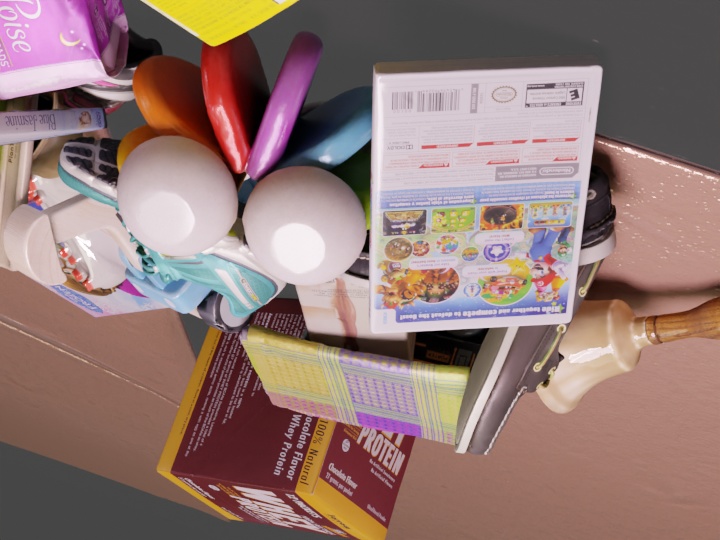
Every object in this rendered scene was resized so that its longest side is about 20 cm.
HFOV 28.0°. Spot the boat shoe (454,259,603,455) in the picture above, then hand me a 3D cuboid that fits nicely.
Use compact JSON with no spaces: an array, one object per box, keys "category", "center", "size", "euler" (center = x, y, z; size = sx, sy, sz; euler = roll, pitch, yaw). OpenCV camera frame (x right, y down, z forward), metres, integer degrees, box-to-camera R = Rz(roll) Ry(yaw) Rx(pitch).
[{"category":"boat shoe","center":[0.128,0.052,1.087],"size":[0.060,0.203,0.072],"euler":[20,-170,-7]}]

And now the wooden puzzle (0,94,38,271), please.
[{"category":"wooden puzzle","center":[-0.335,-0.110,1.124],"size":[0.198,0.188,0.037],"euler":[16,-165,24]}]

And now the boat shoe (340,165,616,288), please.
[{"category":"boat shoe","center":[0.079,-0.032,1.005],"size":[0.197,0.074,0.061],"euler":[-6,120,8]}]

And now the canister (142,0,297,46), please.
[{"category":"canister","center":[-0.124,-0.220,0.813],"size":[0.199,0.087,0.148],"euler":[31,155,-28]}]

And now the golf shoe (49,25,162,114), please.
[{"category":"golf shoe","center":[-0.229,-0.184,1.010],"size":[0.199,0.073,0.092],"euler":[26,150,-31]}]

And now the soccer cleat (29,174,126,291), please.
[{"category":"soccer cleat","center":[-0.256,-0.071,1.297],"size":[0.069,0.077,0.201],"euler":[34,154,49]}]

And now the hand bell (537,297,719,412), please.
[{"category":"hand bell","center":[0.235,0.043,1.122],"size":[0.198,0.105,0.104],"euler":[-14,142,33]}]

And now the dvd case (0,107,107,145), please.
[{"category":"dvd case","center":[-0.282,-0.091,0.981],"size":[0.141,0.018,0.200],"euler":[-7,-175,21]}]

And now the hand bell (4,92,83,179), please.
[{"category":"hand bell","center":[-0.234,-0.091,1.224],"size":[0.103,0.105,0.200],"euler":[5,165,31]}]

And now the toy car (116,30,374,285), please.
[{"category":"toy car","center":[-0.066,-0.095,0.988],"size":[0.197,0.176,0.152],"euler":[13,119,1]}]

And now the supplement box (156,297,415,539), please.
[{"category":"supplement box","center":[-0.061,0.145,1.436],"size":[0.198,0.199,0.133],"euler":[2,152,36]}]

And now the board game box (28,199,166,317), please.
[{"category":"board game box","center":[-0.285,-0.022,1.450],"size":[0.199,0.042,0.198],"euler":[35,153,-32]}]

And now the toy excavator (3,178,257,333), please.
[{"category":"toy excavator","center":[-0.167,-0.030,1.157],"size":[0.099,0.195,0.201],"euler":[20,154,46]}]

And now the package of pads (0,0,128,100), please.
[{"category":"package of pads","center":[-0.259,-0.168,0.931],"size":[0.197,0.076,0.122],"euler":[-9,126,8]}]

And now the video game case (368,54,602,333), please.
[{"category":"video game case","center":[0.077,-0.045,0.941],"size":[0.141,0.018,0.202],"euler":[-3,126,-5]}]

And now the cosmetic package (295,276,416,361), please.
[{"category":"cosmetic package","center":[0.000,0.000,1.165],"size":[0.086,0.105,0.201],"euler":[2,154,6]}]

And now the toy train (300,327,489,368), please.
[{"category":"toy train","center":[0.037,0.068,1.288],"size":[0.197,0.115,0.085],"euler":[13,156,16]}]

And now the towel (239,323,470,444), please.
[{"category":"towel","center":[-0.001,0.096,1.204],"size":[0.197,0.023,0.144],"euler":[10,153,14]}]

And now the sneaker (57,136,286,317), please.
[{"category":"sneaker","center":[-0.143,-0.028,1.078],"size":[0.199,0.078,0.080],"euler":[32,115,-21]}]
